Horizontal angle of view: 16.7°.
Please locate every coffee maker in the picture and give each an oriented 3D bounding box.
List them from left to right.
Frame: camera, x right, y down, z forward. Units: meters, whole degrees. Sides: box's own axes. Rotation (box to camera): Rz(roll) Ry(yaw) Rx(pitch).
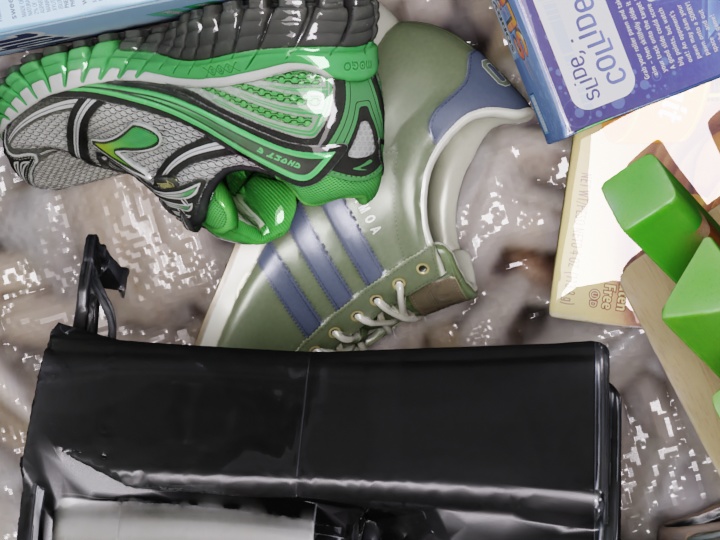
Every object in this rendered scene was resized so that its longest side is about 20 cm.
[{"bbox_3d":[-0.009,0.074,0.847,0.200,0.135,0.193,0,75,4],"label":"coffee maker"}]

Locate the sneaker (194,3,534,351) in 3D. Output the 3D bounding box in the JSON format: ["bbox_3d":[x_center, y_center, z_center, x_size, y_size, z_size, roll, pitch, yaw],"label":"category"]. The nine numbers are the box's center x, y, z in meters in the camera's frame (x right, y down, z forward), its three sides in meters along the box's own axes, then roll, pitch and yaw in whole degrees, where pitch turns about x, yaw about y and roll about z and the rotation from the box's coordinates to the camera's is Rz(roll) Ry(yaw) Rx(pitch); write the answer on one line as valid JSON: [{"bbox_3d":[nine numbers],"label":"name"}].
[{"bbox_3d":[0.000,0.000,0.953,0.090,0.067,0.200,24,94,10],"label":"sneaker"}]

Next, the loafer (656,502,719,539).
[{"bbox_3d":[0.205,0.077,0.936,0.200,0.072,0.063,-35,84,11],"label":"loafer"}]

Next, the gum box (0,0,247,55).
[{"bbox_3d":[-0.125,-0.105,0.909,0.200,0.170,0.045,-10,94,7],"label":"gum box"}]

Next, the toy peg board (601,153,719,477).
[{"bbox_3d":[0.190,0.007,0.800,0.199,0.098,0.200,-34,52,13],"label":"toy peg board"}]

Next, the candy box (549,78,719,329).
[{"bbox_3d":[0.142,-0.074,0.935,0.115,0.055,0.200,8,95,5],"label":"candy box"}]

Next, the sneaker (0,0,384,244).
[{"bbox_3d":[-0.069,-0.049,0.913,0.200,0.078,0.085,-6,90,49],"label":"sneaker"}]

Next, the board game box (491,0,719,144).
[{"bbox_3d":[0.094,-0.162,0.872,0.135,0.034,0.200,-21,91,-8],"label":"board game box"}]
